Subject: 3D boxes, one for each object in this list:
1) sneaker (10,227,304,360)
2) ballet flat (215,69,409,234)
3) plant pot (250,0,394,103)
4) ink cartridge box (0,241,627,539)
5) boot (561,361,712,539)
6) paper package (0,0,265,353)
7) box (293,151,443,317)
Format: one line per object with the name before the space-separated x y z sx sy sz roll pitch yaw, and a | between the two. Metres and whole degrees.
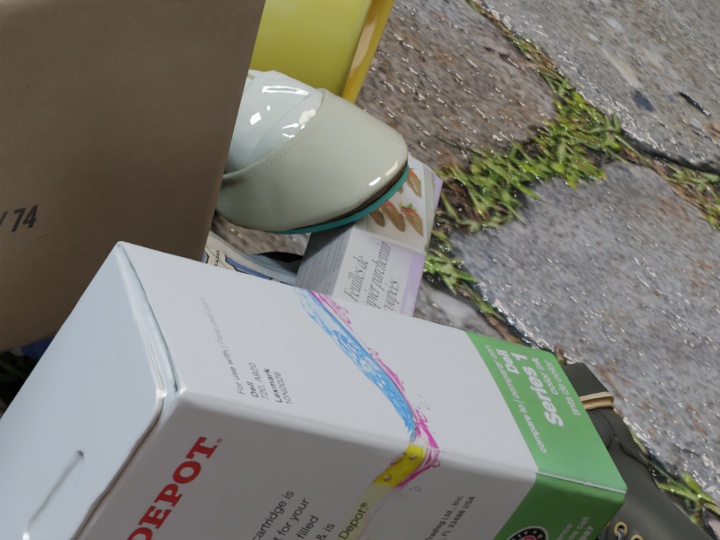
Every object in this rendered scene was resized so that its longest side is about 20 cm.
sneaker | -0.059 0.027 1.112 0.200 0.076 0.077 8 34 -41
ballet flat | -0.050 -0.056 1.174 0.069 0.070 0.200 21 -8 -27
plant pot | -0.068 -0.184 1.323 0.189 0.201 0.201 20 28 1
ink cartridge box | -0.030 0.085 0.981 0.200 0.145 0.084 15 33 -34
boot | 0.096 0.116 1.164 0.138 0.077 0.200 49 30 12
paper package | -0.149 -0.060 0.961 0.200 0.191 0.103 -17 52 -33
box | 0.000 0.000 1.128 0.039 0.041 0.200 40 22 -11
